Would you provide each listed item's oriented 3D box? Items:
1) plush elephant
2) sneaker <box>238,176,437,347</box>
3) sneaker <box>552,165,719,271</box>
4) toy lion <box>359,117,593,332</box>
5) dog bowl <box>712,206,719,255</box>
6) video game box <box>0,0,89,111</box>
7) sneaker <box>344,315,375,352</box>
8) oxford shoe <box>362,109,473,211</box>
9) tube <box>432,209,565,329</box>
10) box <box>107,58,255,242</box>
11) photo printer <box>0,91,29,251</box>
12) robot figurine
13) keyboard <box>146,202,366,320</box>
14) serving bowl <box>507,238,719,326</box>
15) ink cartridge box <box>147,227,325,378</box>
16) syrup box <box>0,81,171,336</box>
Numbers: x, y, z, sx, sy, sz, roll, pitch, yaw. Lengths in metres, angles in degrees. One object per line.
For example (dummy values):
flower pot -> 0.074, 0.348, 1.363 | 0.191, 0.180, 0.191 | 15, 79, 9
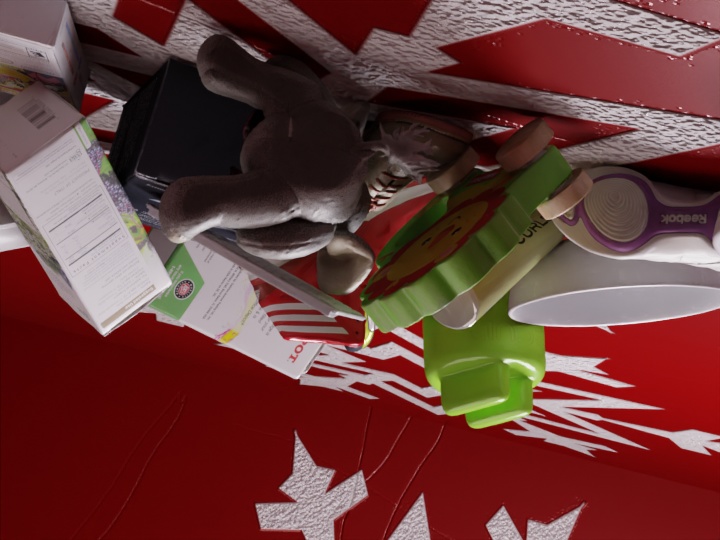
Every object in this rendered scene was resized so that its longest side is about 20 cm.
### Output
plush elephant -> -0.048, -0.068, 1.188 | 0.199, 0.165, 0.155 | 5, 158, -5
sneaker -> 0.000, 0.000, 1.380 | 0.199, 0.116, 0.078 | -26, -175, -14
sneaker -> 0.248, -0.029, 1.230 | 0.199, 0.075, 0.100 | 10, 167, 24
toy lion -> 0.069, -0.024, 1.181 | 0.069, 0.192, 0.200 | 50, 160, -11
dog bowl -> 0.347, -0.035, 1.060 | 0.199, 0.079, 0.200 | 15, 170, 3
video game box -> -0.324, -0.195, 1.252 | 0.199, 0.047, 0.182 | 16, 167, -2
sneaker -> -0.048, 0.001, 1.511 | 0.201, 0.081, 0.074 | 65, 172, -28
oxford shoe -> 0.027, -0.082, 1.265 | 0.070, 0.075, 0.200 | 20, 168, -22
tube -> 0.121, -0.018, 1.306 | 0.058, 0.200, 0.052 | 44, 131, 7
box -> -0.134, -0.092, 1.351 | 0.147, 0.105, 0.200 | 19, 168, -18
photo printer -> -0.332, -0.094, 1.360 | 0.069, 0.167, 0.200 | -36, 167, 35
robot figurine -> 0.117, 0.045, 1.487 | 0.115, 0.201, 0.175 | -20, 148, 33
keyboard -> -0.086, -0.008, 1.253 | 0.200, 0.011, 0.056 | 29, -169, 26
serving bowl -> 0.227, 0.002, 1.379 | 0.199, 0.066, 0.200 | -3, 169, -1
ink cartridge box -> -0.111, -0.001, 1.574 | 0.200, 0.145, 0.084 | 29, -168, -30
syrup box -> -0.239, -0.048, 1.293 | 0.079, 0.081, 0.200 | 37, 159, 42
